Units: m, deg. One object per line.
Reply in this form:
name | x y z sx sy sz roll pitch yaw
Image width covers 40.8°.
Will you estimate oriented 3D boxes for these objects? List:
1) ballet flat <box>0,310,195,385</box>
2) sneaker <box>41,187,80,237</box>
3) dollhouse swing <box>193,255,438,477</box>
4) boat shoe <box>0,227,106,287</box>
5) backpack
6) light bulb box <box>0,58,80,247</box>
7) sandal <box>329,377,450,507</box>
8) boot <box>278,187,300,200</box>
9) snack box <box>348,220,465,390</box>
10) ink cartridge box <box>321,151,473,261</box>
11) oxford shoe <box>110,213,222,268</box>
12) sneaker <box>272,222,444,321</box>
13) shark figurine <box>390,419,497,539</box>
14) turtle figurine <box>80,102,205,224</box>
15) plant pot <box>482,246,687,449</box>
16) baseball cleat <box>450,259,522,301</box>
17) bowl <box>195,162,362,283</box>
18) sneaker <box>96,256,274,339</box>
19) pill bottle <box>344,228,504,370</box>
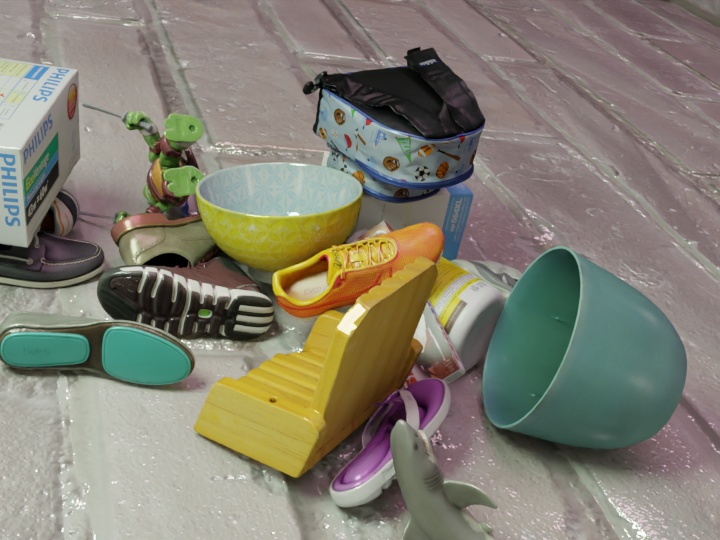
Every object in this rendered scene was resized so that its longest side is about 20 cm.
ballet flat | -0.266 0.071 0.983 0.197 0.068 0.064 7 22 -13
sneaker | -0.441 -0.083 1.160 0.197 0.079 0.080 10 23 -11
dollhouse swing | -0.041 0.066 0.945 0.180 0.178 0.199 17 28 28
boat shoe | -0.388 -0.026 1.098 0.197 0.063 0.073 1 32 -22
backpack | 0.052 -0.170 1.199 0.198 0.156 0.190 -22 39 -33
light bulb box | -0.435 -0.142 1.073 0.197 0.126 0.199 9 36 -1
sandal | 0.031 0.151 0.944 0.082 0.050 0.203 -17 18 33
boot | -0.141 -0.102 1.307 0.199 0.098 0.074 33 34 30
snack box | 0.042 0.045 1.085 0.024 0.071 0.202 32 28 -60
ink cartridge box | 0.027 -0.076 1.307 0.198 0.127 0.129 -3 33 -29
oxford shoe | -0.207 -0.026 1.199 0.198 0.071 0.075 -6 61 -35
sneaker | 0.000 0.000 1.056 0.198 0.077 0.074 -24 64 1
shark figurine | 0.083 0.243 0.850 0.089 0.129 0.214 -37 72 -25
turtle figurine | -0.280 -0.126 1.223 0.199 0.193 0.145 37 64 -20
plant pot | 0.247 0.099 1.040 0.159 0.202 0.201 22 27 -13
baseball cleat | 0.194 0.036 1.243 0.105 0.070 0.200 -9 37 -35
bowl | -0.095 -0.049 1.151 0.197 0.109 0.201 1 23 0
sneaker | -0.202 0.021 1.104 0.198 0.076 0.116 14 22 -23
pill bottle | 0.066 0.028 1.157 0.199 0.110 0.109 32 33 28
